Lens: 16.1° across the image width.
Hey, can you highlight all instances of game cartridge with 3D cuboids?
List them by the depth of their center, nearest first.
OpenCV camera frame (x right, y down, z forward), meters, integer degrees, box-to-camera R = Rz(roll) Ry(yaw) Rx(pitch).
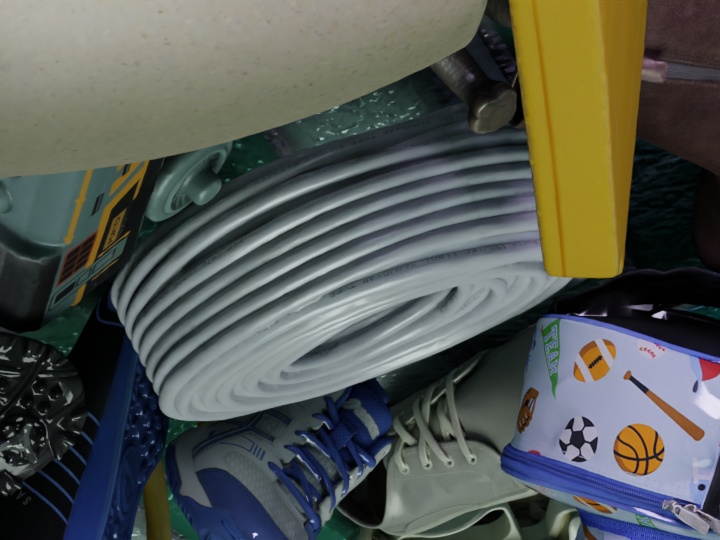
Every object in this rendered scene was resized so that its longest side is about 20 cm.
[{"bbox_3d":[0.068,-0.118,0.760,0.032,0.201,0.176,4,152,10],"label":"game cartridge"}]

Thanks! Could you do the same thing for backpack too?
[{"bbox_3d":[0.156,0.081,1.092,0.190,0.155,0.200,22,176,15],"label":"backpack"}]

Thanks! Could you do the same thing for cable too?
[{"bbox_3d":[0.000,0.000,1.036,0.199,0.069,0.200,-13,165,-35],"label":"cable"}]

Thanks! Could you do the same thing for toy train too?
[{"bbox_3d":[-0.091,-0.062,0.895,0.114,0.085,0.200,-42,169,-34],"label":"toy train"}]

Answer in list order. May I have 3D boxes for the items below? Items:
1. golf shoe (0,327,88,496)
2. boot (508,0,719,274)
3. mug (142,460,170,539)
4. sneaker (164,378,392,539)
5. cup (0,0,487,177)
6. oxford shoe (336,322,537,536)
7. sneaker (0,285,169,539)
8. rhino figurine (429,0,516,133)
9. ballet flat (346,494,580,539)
[{"bbox_3d":[-0.197,0.049,0.956,0.199,0.095,0.078,-10,109,7],"label":"golf shoe"},{"bbox_3d":[0.123,-0.067,0.976,0.166,0.072,0.200,-7,139,-28],"label":"boot"},{"bbox_3d":[-0.195,0.116,1.154,0.186,0.154,0.149,-18,149,15],"label":"mug"},{"bbox_3d":[-0.031,0.080,1.147,0.088,0.200,0.075,-30,104,9],"label":"sneaker"},{"bbox_3d":[-0.035,-0.119,0.709,0.143,0.201,0.200,6,149,-6],"label":"cup"},{"bbox_3d":[0.048,0.079,1.237,0.058,0.075,0.200,10,151,-34],"label":"oxford shoe"},{"bbox_3d":[-0.132,0.083,1.085,0.078,0.201,0.070,3,141,11],"label":"sneaker"},{"bbox_3d":[0.015,-0.131,0.846,0.060,0.087,0.200,-38,150,-9],"label":"rhino figurine"},{"bbox_3d":[0.090,0.143,1.376,0.199,0.070,0.070,-5,151,-6],"label":"ballet flat"}]
